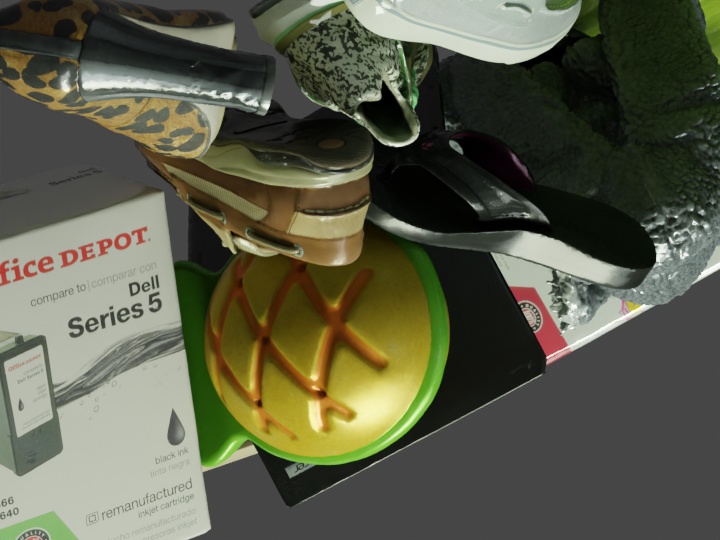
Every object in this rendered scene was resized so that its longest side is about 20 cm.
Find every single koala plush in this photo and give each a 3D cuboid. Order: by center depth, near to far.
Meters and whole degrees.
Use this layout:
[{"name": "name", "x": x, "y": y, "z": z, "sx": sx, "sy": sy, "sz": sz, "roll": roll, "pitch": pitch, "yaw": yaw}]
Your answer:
[{"name": "koala plush", "x": 0.158, "y": -0.043, "z": 1.647, "sx": 0.177, "sy": 0.184, "sz": 0.200, "roll": -27, "pitch": 149, "yaw": 1}]

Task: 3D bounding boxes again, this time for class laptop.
[{"name": "laptop", "x": 0.000, "y": 0.000, "z": 1.579, "sx": 0.177, "sy": 0.200, "sz": 0.103, "roll": -29, "pitch": 124, "yaw": 18}]

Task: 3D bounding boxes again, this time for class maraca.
[{"name": "maraca", "x": -0.036, "y": 0.038, "z": 1.488, "sx": 0.200, "sy": 0.137, "sz": 0.107, "roll": -13, "pitch": 170, "yaw": 36}]

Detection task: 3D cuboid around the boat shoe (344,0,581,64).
[{"name": "boat shoe", "x": 0.068, "y": -0.150, "z": 1.399, "sx": 0.071, "sy": 0.070, "sz": 0.201, "roll": -28, "pitch": 166, "yaw": 32}]

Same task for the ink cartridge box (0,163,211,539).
[{"name": "ink cartridge box", "x": -0.172, "y": 0.060, "z": 1.481, "sx": 0.145, "sy": 0.200, "sz": 0.084, "roll": -18, "pitch": -159, "yaw": -31}]

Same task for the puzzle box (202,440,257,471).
[{"name": "puzzle box", "x": -0.138, "y": 0.072, "z": 1.810, "sx": 0.200, "sy": 0.133, "sz": 0.025, "roll": -17, "pitch": 162, "yaw": -39}]

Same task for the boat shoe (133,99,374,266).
[{"name": "boat shoe", "x": -0.059, "y": -0.043, "z": 1.423, "sx": 0.076, "sy": 0.074, "sz": 0.200, "roll": -13, "pitch": -164, "yaw": -25}]

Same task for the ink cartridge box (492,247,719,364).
[{"name": "ink cartridge box", "x": 0.163, "y": -0.039, "z": 1.893, "sx": 0.200, "sy": 0.148, "sz": 0.086, "roll": -29, "pitch": 178, "yaw": 18}]

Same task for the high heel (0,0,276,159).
[{"name": "high heel", "x": -0.129, "y": -0.099, "z": 1.318, "sx": 0.142, "sy": 0.072, "sz": 0.200, "roll": 9, "pitch": 178, "yaw": -15}]

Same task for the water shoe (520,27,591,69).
[{"name": "water shoe", "x": 0.062, "y": -0.089, "z": 1.718, "sx": 0.200, "sy": 0.072, "sz": 0.079, "roll": -30, "pitch": 146, "yaw": 4}]

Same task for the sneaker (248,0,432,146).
[{"name": "sneaker", "x": 0.001, "y": -0.098, "z": 1.443, "sx": 0.077, "sy": 0.089, "sz": 0.200, "roll": -28, "pitch": 169, "yaw": 13}]

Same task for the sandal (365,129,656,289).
[{"name": "sandal", "x": 0.071, "y": -0.044, "z": 1.470, "sx": 0.200, "sy": 0.075, "sz": 0.048, "roll": 13, "pitch": 125, "yaw": -25}]

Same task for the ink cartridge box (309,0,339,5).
[{"name": "ink cartridge box", "x": 0.050, "y": -0.194, "z": 1.169, "sx": 0.116, "sy": 0.068, "sz": 0.200, "roll": -17, "pitch": 166, "yaw": -33}]
